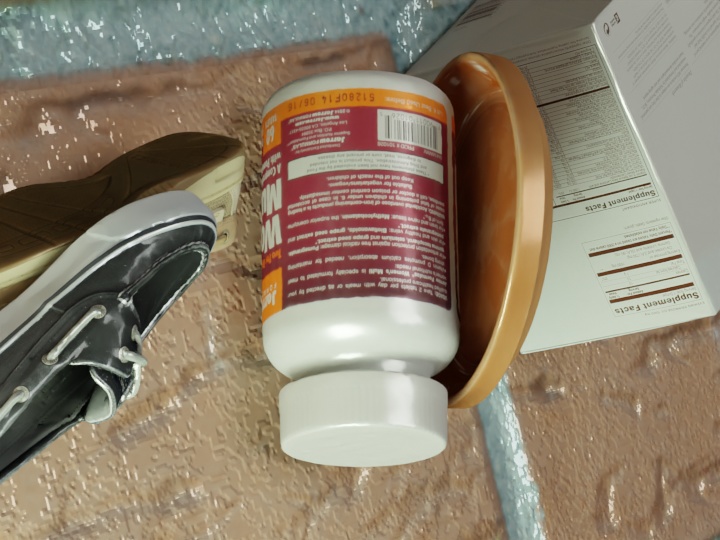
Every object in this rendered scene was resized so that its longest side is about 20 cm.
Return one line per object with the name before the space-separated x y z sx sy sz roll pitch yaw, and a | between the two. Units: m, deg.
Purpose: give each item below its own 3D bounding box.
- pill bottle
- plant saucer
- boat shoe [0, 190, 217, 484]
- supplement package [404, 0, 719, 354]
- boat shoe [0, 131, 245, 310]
pill bottle | 0.000 0.000 1.442 0.109 0.109 0.201 22 61 -50
plant saucer | 0.064 -0.022 1.477 0.032 0.200 0.201 5 72 -18
boat shoe | -0.130 0.039 1.212 0.200 0.068 0.072 -38 151 -30
supplement package | 0.157 -0.088 1.663 0.191 0.147 0.200 -47 118 -51
boat shoe | -0.128 -0.010 1.295 0.200 0.071 0.065 -25 123 -43
